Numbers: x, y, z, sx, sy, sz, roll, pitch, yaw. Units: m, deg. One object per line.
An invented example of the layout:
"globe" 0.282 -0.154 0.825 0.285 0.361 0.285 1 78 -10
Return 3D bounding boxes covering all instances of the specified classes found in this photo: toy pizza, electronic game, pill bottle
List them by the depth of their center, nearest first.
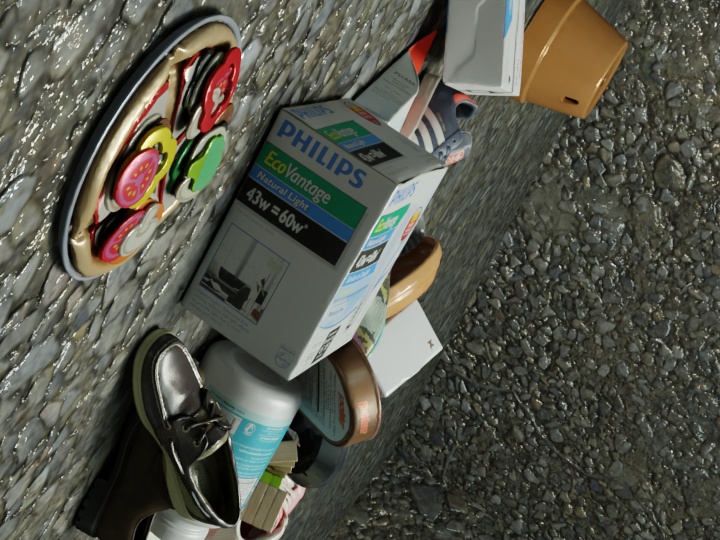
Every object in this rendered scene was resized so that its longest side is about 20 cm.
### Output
"toy pizza" -0.130 -0.076 0.954 0.201 0.031 0.200 -57 171 -14
"pill bottle" -0.147 0.180 1.453 0.202 0.110 0.111 -60 171 15
"electronic game" -0.064 0.138 1.584 0.041 0.201 0.201 -4 136 -32

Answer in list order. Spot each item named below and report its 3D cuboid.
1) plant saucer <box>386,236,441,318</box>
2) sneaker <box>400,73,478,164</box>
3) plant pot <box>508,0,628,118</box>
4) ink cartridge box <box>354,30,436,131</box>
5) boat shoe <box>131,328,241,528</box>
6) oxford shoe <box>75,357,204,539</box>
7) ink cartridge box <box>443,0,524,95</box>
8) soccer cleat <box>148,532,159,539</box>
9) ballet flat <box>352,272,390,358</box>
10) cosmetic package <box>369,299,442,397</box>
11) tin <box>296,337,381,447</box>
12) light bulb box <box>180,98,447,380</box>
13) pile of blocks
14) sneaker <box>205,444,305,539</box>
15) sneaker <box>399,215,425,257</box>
"plant saucer" 0.009 0.025 1.665 0.198 0.038 0.200 -26 -167 6
"sneaker" 0.078 -0.131 1.627 0.075 0.084 0.202 115 -1 -64
"plant pot" 0.326 -0.333 2.253 0.201 0.139 0.200 -56 170 -15
"ink cartridge box" 0.029 -0.148 1.530 0.200 0.047 0.161 -46 165 -48
"boat shoe" -0.142 0.140 1.254 0.073 0.064 0.202 -44 134 -36
"oxford shoe" -0.183 0.174 1.327 0.202 0.084 0.073 -63 168 17
"ink cartridge box" 0.142 -0.257 1.598 0.200 0.066 0.118 -17 110 -77
"soccer cleat" -0.179 0.238 1.569 0.201 0.077 0.070 -52 169 -33
"ballet flat" 0.000 0.000 1.489 0.072 0.068 0.202 61 36 -44
"cosmetic package" -0.008 0.092 1.684 0.101 0.072 0.199 -38 -163 -30
"tin" -0.045 0.100 1.460 0.041 0.200 0.113 -20 127 -25
"light bulb box" -0.037 -0.035 1.301 0.202 0.124 0.198 -60 170 16
"pile of blocks" -0.110 0.178 1.553 0.062 0.081 0.203 130 -41 -82
"sneaker" -0.101 0.261 1.636 0.104 0.076 0.200 -21 -169 46
"sneaker" -0.012 -0.023 1.636 0.199 0.081 0.076 -25 110 -45
